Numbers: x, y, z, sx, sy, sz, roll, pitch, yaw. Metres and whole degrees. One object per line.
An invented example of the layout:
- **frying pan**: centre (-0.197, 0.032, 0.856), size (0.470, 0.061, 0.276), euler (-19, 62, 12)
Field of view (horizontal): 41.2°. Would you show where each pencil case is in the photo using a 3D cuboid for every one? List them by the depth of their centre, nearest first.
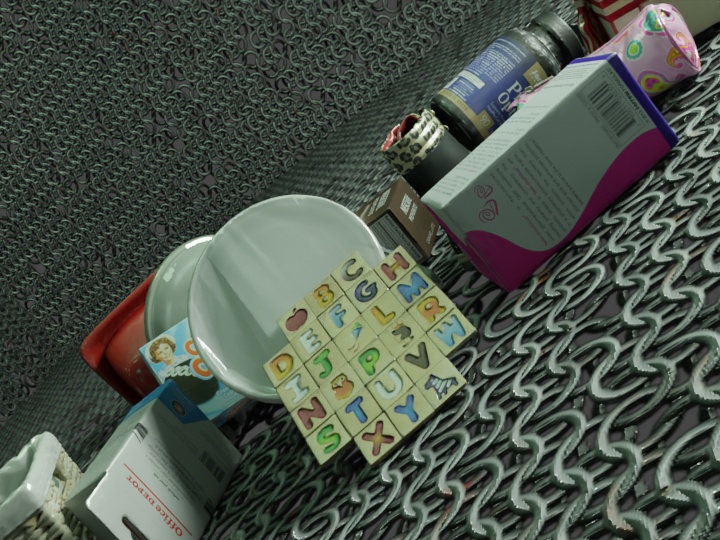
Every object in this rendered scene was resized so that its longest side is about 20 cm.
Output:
- **pencil case**: centre (0.251, -0.192, 0.998), size (0.199, 0.088, 0.088), euler (-31, 16, 37)

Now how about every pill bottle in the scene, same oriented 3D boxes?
- **pill bottle**: centre (0.199, -0.250, 1.287), size (0.200, 0.112, 0.112), euler (-42, 12, -2)

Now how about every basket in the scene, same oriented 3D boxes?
- **basket**: centre (-0.332, 0.295, 0.929), size (0.200, 0.161, 0.198), euler (-43, 12, -6)

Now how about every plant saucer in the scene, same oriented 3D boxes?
- **plant saucer**: centre (-0.162, 0.056, 1.156), size (0.050, 0.201, 0.200), euler (-4, 37, 51)

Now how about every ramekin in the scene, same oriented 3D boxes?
- **ramekin**: centre (-0.061, 0.036, 0.938), size (0.202, 0.203, 0.094), euler (-41, -22, -1)

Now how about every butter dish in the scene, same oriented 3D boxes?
- **butter dish**: centre (-0.220, 0.116, 1.232), size (0.200, 0.200, 0.148), euler (-44, 36, -7)

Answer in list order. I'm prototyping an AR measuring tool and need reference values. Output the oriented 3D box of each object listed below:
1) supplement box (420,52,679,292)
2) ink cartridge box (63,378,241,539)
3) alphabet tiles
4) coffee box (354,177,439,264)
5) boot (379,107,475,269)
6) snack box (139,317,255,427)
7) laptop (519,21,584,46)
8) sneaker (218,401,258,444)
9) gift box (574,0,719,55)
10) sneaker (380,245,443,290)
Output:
- **supplement box**: centre (0.165, -0.089, 0.864), size (0.200, 0.101, 0.103), euler (-41, 12, -1)
- **ink cartridge box**: centre (-0.201, 0.211, 0.917), size (0.068, 0.116, 0.200), euler (-35, 13, 24)
- **alphabet tiles**: centre (0.003, 0.067, 0.812), size (0.166, 0.006, 0.200), euler (-41, 43, 1)
- **coffee box**: centre (-0.007, -0.011, 1.173), size (0.199, 0.080, 0.115), euler (-36, 13, 22)
- **boot**: centre (0.108, -0.112, 0.991), size (0.073, 0.154, 0.204), euler (-31, 16, 37)
- **snack box**: centre (-0.131, 0.082, 1.067), size (0.199, 0.116, 0.037), euler (-34, -20, -17)
- **laptop**: centre (0.253, -0.291, 1.504), size (0.187, 0.115, 0.201), euler (-47, -15, -26)
- **sneaker**: centre (-0.136, 0.131, 1.117), size (0.200, 0.075, 0.081), euler (-47, 5, -24)
- **gift box**: centre (0.318, -0.333, 1.077), size (0.186, 0.186, 0.200), euler (-29, 11, 11)
- **sneaker**: centre (0.000, 0.000, 1.018), size (0.199, 0.082, 0.075), euler (13, 52, 45)
